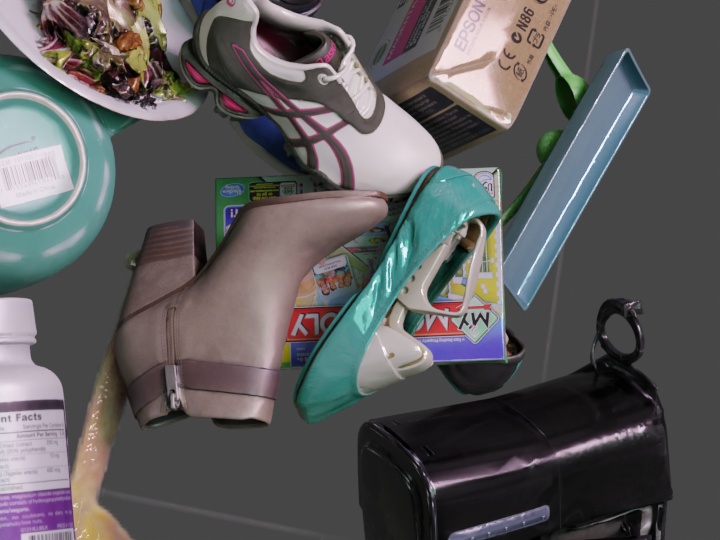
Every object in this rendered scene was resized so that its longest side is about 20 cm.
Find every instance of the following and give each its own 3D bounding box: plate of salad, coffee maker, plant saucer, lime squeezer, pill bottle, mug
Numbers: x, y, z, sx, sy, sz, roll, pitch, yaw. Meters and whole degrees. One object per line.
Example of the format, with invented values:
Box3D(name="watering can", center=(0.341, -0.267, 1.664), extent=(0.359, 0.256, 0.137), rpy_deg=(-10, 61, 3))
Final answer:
Box3D(name="plate of salad", center=(-0.176, -0.181, 1.476), extent=(0.200, 0.048, 0.200), rpy_deg=(32, 31, -22))
Box3D(name="coffee maker", center=(0.103, 0.132, 1.569), extent=(0.200, 0.135, 0.192), rpy_deg=(-11, 91, -25))
Box3D(name="plant saucer", center=(0.154, -0.069, 1.656), extent=(0.200, 0.019, 0.070), rpy_deg=(-60, 149, -12))
Box3D(name="lime squeezer", center=(0.138, -0.111, 1.673), extent=(0.071, 0.038, 0.200), rpy_deg=(15, 79, -26))
Box3D(name="pill bottle", center=(-0.242, 0.121, 1.421), extent=(0.111, 0.111, 0.200), rpy_deg=(-3, 84, -26))
Box3D(name="mug", center=(-0.230, -0.077, 1.451), extent=(0.152, 0.114, 0.185), rpy_deg=(30, 72, -19))

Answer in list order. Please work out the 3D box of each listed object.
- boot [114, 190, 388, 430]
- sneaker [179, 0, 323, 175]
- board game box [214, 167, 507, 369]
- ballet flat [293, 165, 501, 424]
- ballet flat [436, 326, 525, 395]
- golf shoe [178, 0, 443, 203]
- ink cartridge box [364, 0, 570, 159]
Box3D(name="boot", center=(-0.071, 0.031, 1.489), extent=(0.070, 0.200, 0.146), rpy_deg=(32, 51, -61))
Box3D(name="sneaker", center=(-0.056, -0.156, 1.546), extent=(0.077, 0.111, 0.200), rpy_deg=(-29, 96, -26))
Box3D(name="board game box", center=(0.000, 0.000, 1.542), extent=(0.200, 0.029, 0.135), rpy_deg=(-2, 82, 7))
Box3D(name="ballet flat", center=(0.030, 0.026, 1.480), extent=(0.200, 0.070, 0.067), rpy_deg=(-59, 153, -1))
Box3D(name="ballet flat", center=(0.046, 0.004, 1.596), extent=(0.200, 0.068, 0.068), rpy_deg=(45, 43, -15))
Box3D(name="golf shoe", center=(-0.022, -0.113, 1.475), extent=(0.200, 0.088, 0.077), rpy_deg=(29, 57, -18))
Box3D(name="ink cartridge box", center=(0.082, -0.183, 1.586), extent=(0.075, 0.165, 0.200), rpy_deg=(31, 71, -16))
